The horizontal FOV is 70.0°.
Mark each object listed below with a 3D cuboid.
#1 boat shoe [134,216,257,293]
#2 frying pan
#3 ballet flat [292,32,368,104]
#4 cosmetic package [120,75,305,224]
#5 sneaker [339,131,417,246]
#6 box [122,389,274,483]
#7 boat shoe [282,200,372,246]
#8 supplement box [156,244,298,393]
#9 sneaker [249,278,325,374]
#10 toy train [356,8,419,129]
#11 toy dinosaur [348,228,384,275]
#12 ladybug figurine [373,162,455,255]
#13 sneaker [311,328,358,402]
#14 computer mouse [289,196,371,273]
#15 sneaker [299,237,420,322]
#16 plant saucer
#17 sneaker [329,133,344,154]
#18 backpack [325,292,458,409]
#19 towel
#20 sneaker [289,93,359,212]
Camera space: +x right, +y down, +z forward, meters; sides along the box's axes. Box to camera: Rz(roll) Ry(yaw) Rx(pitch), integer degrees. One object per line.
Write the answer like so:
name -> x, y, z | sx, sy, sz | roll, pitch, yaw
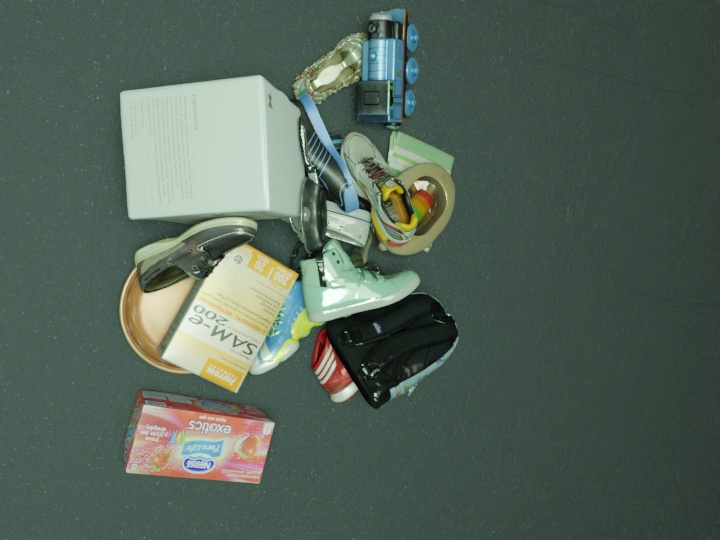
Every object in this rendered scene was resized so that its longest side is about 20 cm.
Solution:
boat shoe -> -0.226, -0.018, 0.707 | 0.072, 0.197, 0.066 | 31, 45, -66
frying pan -> -0.070, -0.121, 0.778 | 0.030, 0.115, 0.193 | 0, 83, 6
ballet flat -> -0.034, -0.354, 0.899 | 0.200, 0.064, 0.076 | -48, 111, -19
cosmetic package -> -0.195, -0.155, 0.717 | 0.197, 0.167, 0.169 | -2, 92, 11
sneaker -> 0.037, -0.141, 0.838 | 0.077, 0.082, 0.201 | -31, 87, -19
box -> -0.246, 0.252, 0.784 | 0.198, 0.102, 0.096 | 17, 84, -28
boat shoe -> -0.081, -0.073, 0.866 | 0.199, 0.074, 0.087 | 11, 83, -18
supplement box -> -0.199, 0.063, 0.778 | 0.125, 0.073, 0.202 | 31, 78, -24
sneaker -> -0.129, 0.079, 0.861 | 0.200, 0.075, 0.106 | -41, 99, -33
toy train -> 0.048, -0.351, 0.899 | 0.114, 0.086, 0.203 | -24, 120, -56
toy dinosaur -> 0.001, -0.003, 0.905 | 0.088, 0.047, 0.201 | 42, 52, -14
ladybug figurine -> 0.091, -0.110, 0.939 | 0.200, 0.072, 0.136 | -46, 110, -21
sneaker -> -0.003, 0.130, 0.921 | 0.200, 0.078, 0.116 | -44, 111, -21
computer mouse -> -0.051, -0.068, 0.919 | 0.200, 0.034, 0.059 | -42, 91, -13
sneaker -> 0.000, 0.000, 0.822 | 0.198, 0.074, 0.120 | -15, 100, -17
plant saucer -> -0.268, 0.057, 0.803 | 0.198, 0.037, 0.204 | -1, 92, -28
sneaker -> -0.031, -0.195, 0.898 | 0.198, 0.073, 0.083 | 15, 86, -27
backpack -> 0.064, 0.120, 0.852 | 0.198, 0.154, 0.164 | -31, 65, -14
towel -> 0.101, -0.151, 0.999 | 0.151, 0.023, 0.203 | 17, 82, -27
sneaker -> -0.074, -0.175, 0.821 | 0.077, 0.070, 0.202 | -28, 93, -7
